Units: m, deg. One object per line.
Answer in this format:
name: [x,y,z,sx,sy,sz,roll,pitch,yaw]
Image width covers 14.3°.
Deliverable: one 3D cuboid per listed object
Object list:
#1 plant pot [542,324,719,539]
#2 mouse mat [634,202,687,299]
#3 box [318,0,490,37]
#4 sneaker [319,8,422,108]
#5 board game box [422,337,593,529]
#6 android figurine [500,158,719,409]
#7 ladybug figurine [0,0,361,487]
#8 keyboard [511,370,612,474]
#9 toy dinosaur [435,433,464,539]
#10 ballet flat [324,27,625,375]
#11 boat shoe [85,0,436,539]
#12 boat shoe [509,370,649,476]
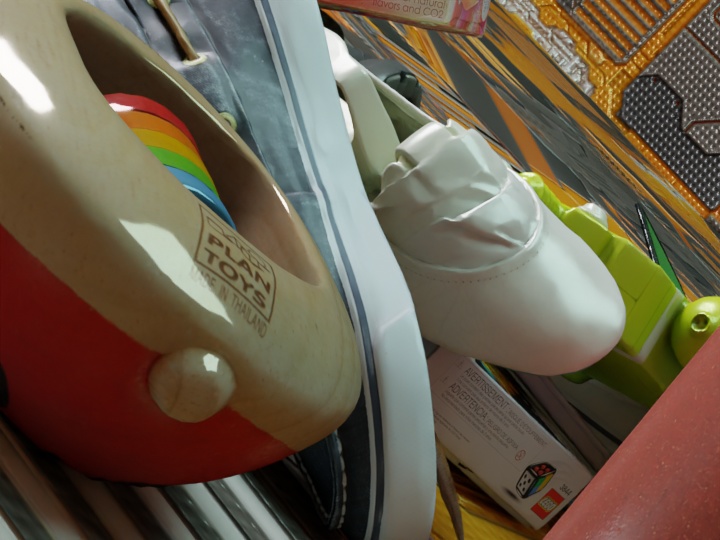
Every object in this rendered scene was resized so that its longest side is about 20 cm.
plant pot: [0.155,0.091,0.890,0.201,0.195,0.201,43,9,-9]
mouse mat: [0.165,0.083,1.272,0.200,0.007,0.162,60,14,-45]
box: [-0.040,-0.167,1.202,0.199,0.103,0.095,13,4,11]
sneaker: [-0.041,-0.080,1.251,0.079,0.076,0.200,27,1,20]
board game box: [0.000,0.000,1.086,0.200,0.035,0.126,52,5,38]
android figurine: [0.077,0.004,1.099,0.182,0.041,0.200,28,-10,35]
ladybug figurine: [-0.065,-0.005,0.734,0.136,0.072,0.200,41,9,-22]
keyboard: [0.063,0.037,1.100,0.056,0.011,0.200,52,2,42]
toy dinosaur: [-0.025,-0.007,0.962,0.200,0.060,0.106,50,9,30]
ballet flat: [0.009,-0.035,0.987,0.200,0.070,0.069,38,4,33]
boat shoe: [-0.043,-0.002,0.863,0.071,0.090,0.201,116,-39,-61]
boat shoe: [0.069,0.019,1.241,0.200,0.067,0.074,38,11,-37]
